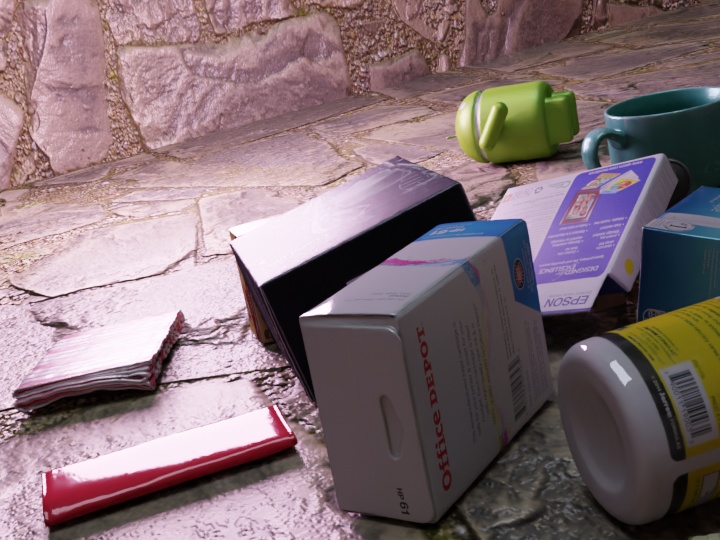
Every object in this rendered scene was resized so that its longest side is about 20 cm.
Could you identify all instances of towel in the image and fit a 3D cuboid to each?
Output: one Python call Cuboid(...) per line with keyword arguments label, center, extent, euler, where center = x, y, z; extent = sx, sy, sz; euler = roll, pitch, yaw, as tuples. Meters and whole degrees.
Cuboid(label="towel", center=(-0.266, 0.092, 1.141), extent=(0.144, 0.030, 0.200), euler=(-12, 13, 3))

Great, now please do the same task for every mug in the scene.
Cuboid(label="mug", center=(0.362, -0.145, 1.323), extent=(0.182, 0.116, 0.152), euler=(-9, 16, 14))

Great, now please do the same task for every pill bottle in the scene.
Cuboid(label="pill bottle", center=(0.231, 0.073, 0.671), extent=(0.197, 0.114, 0.112), euler=(-15, 16, -14))

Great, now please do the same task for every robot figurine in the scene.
Cuboid(label="robot figurine", center=(0.236, -0.229, 1.702), extent=(0.197, 0.118, 0.175), euler=(-4, 19, 27))

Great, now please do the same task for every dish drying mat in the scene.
Cuboid(label="dish drying mat", center=(-0.151, 0.152, 0.862), extent=(0.197, 0.019, 0.077), euler=(-15, 17, -13))

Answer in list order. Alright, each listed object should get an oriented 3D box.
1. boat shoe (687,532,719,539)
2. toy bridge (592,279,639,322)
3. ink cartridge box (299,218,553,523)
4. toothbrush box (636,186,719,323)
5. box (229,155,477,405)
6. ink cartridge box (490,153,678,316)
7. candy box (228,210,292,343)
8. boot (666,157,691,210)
Cuboid(label="boat shoe", center=(0.184, 0.168, 0.458), extent=(0.062, 0.074, 0.201), euler=(-13, 8, 11))
Cuboid(label="toy bridge", center=(0.265, 0.038, 0.923), extent=(0.066, 0.028, 0.200), euler=(-15, 17, -11))
Cuboid(label="ink cartridge box", center=(0.053, 0.063, 0.774), extent=(0.083, 0.147, 0.199), euler=(-1, 19, 33))
Cuboid(label="toothbrush box", center=(0.329, 0.003, 0.828), extent=(0.197, 0.087, 0.146), euler=(13, 23, 34))
Cuboid(label="box", center=(0.000, 0.000, 1.014), extent=(0.198, 0.125, 0.197), euler=(-27, 16, -8))
Cuboid(label="ink cartridge box", center=(0.181, -0.014, 1.031), extent=(0.196, 0.047, 0.201), euler=(-9, 41, 48))
Cuboid(label="candy box", center=(-0.029, -0.011, 1.146), extent=(0.197, 0.117, 0.055), euler=(-16, 17, -14))
Cuboid(label="boot", center=(0.276, -0.055, 1.159), extent=(0.179, 0.074, 0.200), euler=(-23, 7, 12))
